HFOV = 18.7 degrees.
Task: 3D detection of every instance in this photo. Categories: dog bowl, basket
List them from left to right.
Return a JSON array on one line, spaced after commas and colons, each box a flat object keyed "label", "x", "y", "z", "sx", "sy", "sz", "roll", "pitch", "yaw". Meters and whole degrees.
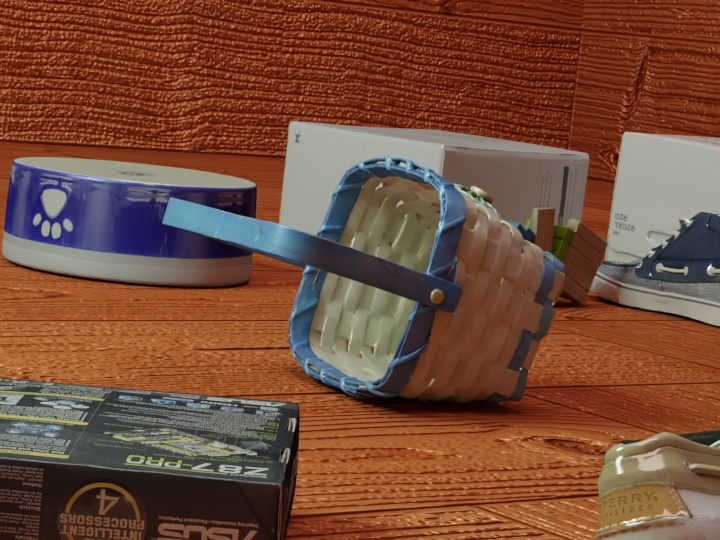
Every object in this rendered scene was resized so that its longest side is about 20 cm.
[{"label": "dog bowl", "x": -0.183, "y": -0.041, "z": 1.748, "sx": 0.200, "sy": 0.079, "sz": 0.200, "roll": 6, "pitch": 6, "yaw": -1}, {"label": "basket", "x": 0.000, "y": 0.000, "z": 1.271, "sx": 0.200, "sy": 0.139, "sz": 0.176, "roll": 14, "pitch": 3, "yaw": -29}]

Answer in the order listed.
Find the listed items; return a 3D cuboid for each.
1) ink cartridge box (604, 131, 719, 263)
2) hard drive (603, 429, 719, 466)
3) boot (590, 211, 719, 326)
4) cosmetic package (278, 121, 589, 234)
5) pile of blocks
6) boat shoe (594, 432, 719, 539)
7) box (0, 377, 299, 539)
[{"label": "ink cartridge box", "x": 0.348, "y": -0.047, "z": 2.015, "sx": 0.200, "sy": 0.145, "sz": 0.147, "roll": -1, "pitch": 10, "yaw": -44}, {"label": "hard drive", "x": 0.234, "y": 0.090, "z": 1.023, "sx": 0.200, "sy": 0.033, "sz": 0.140, "roll": 3, "pitch": -9, "yaw": -33}, {"label": "boot", "x": 0.276, "y": -0.009, "z": 1.849, "sx": 0.073, "sy": 0.090, "sz": 0.200, "roll": 1, "pitch": 8, "yaw": -41}, {"label": "cosmetic package", "x": 0.065, "y": -0.064, "z": 2.001, "sx": 0.200, "sy": 0.123, "sz": 0.199, "roll": 2, "pitch": 8, "yaw": -44}, {"label": "pile of blocks", "x": 0.115, "y": -0.015, "z": 1.790, "sx": 0.200, "sy": 0.082, "sz": 0.062, "roll": -1, "pitch": 10, "yaw": -45}, {"label": "boat shoe", "x": 0.167, "y": 0.091, "z": 0.851, "sx": 0.075, "sy": 0.068, "sz": 0.200, "roll": -22, "pitch": -14, "yaw": 39}, {"label": "box", "x": -0.126, "y": 0.078, "z": 0.864, "sx": 0.200, "sy": 0.049, "sz": 0.161, "roll": 5, "pitch": 5, "yaw": -1}]
